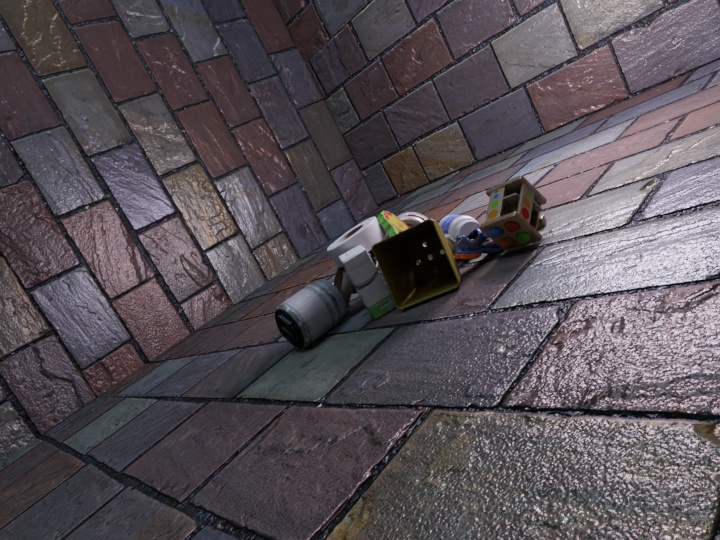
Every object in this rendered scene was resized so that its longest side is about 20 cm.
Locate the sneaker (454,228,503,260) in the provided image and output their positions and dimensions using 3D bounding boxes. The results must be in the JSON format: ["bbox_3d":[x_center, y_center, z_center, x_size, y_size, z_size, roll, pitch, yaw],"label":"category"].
[{"bbox_3d":[0.360,-0.086,1.511,0.198,0.079,0.075,-16,11,-26],"label":"sneaker"}]

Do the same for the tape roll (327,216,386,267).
[{"bbox_3d":[-0.015,-0.096,1.733,0.201,0.071,0.203,-34,12,8],"label":"tape roll"}]

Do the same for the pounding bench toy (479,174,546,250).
[{"bbox_3d":[0.454,-0.133,1.464,0.124,0.199,0.157,-20,45,49],"label":"pounding bench toy"}]

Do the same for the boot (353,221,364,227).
[{"bbox_3d":[0.010,-0.114,2.281,0.068,0.202,0.188,-32,11,-22],"label":"boot"}]

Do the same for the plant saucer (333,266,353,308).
[{"bbox_3d":[-0.064,0.053,1.769,0.036,0.203,0.200,9,3,-13],"label":"plant saucer"}]

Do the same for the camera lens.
[{"bbox_3d":[-0.164,0.140,1.666,0.199,0.161,0.159,-36,13,-32],"label":"camera lens"}]

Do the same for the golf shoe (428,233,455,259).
[{"bbox_3d":[0.248,-0.049,1.696,0.098,0.078,0.200,-53,2,-26],"label":"golf shoe"}]

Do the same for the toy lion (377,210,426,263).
[{"bbox_3d":[0.137,-0.123,1.719,0.069,0.191,0.200,-51,7,20],"label":"toy lion"}]

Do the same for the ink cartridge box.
[{"bbox_3d":[0.019,0.031,1.581,0.083,0.201,0.146,-29,11,-3],"label":"ink cartridge box"}]

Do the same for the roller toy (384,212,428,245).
[{"bbox_3d":[0.186,-0.118,1.888,0.198,0.184,0.140,-25,9,18],"label":"roller toy"}]

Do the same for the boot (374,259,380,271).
[{"bbox_3d":[0.048,-0.052,2.109,0.074,0.098,0.201,-8,30,17],"label":"boot"}]

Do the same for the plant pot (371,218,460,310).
[{"bbox_3d":[0.183,-0.027,1.506,0.198,0.202,0.176,-24,-1,25],"label":"plant pot"}]

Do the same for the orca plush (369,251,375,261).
[{"bbox_3d":[0.073,-0.072,2.030,0.105,0.071,0.200,-41,53,-3],"label":"orca plush"}]

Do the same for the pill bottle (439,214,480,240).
[{"bbox_3d":[0.339,-0.130,1.742,0.111,0.113,0.200,-29,10,-2],"label":"pill bottle"}]

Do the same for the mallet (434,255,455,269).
[{"bbox_3d":[0.276,-0.030,1.661,0.199,0.041,0.066,-27,8,36],"label":"mallet"}]

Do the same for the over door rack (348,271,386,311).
[{"bbox_3d":[0.016,0.061,1.825,0.199,0.067,0.148,-32,10,-13],"label":"over door rack"}]

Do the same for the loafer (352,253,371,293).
[{"bbox_3d":[0.000,0.000,1.798,0.072,0.062,0.202,113,170,-47],"label":"loafer"}]
